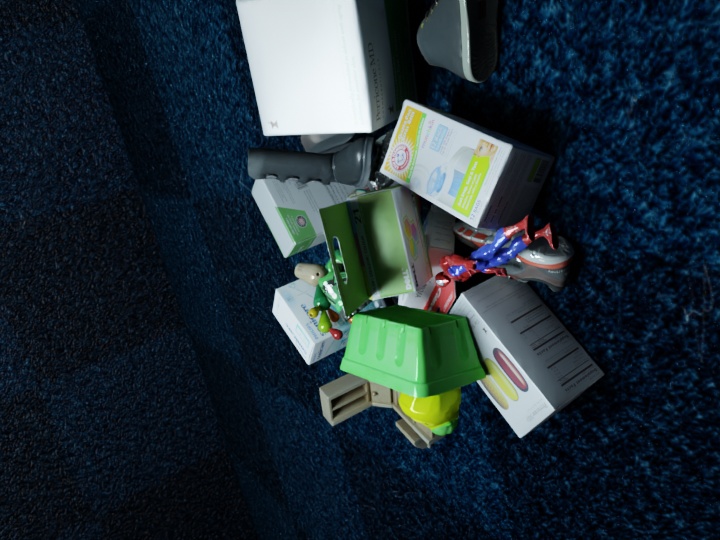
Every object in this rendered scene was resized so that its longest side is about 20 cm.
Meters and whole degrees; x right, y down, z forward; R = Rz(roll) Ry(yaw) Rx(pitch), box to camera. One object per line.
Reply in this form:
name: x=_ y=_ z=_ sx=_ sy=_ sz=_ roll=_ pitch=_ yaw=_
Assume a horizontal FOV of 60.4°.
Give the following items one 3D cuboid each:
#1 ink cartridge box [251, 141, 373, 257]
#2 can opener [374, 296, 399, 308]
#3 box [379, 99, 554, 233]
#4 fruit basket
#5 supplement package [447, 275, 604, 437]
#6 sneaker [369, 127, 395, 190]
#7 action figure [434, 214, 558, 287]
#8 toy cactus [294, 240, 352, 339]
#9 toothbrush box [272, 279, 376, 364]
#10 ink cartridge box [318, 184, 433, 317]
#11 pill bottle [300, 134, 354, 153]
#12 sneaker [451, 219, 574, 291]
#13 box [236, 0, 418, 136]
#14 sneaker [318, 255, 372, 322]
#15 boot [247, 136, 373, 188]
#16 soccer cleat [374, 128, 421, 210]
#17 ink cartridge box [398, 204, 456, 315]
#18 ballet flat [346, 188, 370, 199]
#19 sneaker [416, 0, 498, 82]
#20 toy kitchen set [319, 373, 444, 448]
ink cartridge box: x=-0.075 y=-0.132 z=1.137 sx=0.146 sy=0.200 sz=0.084 roll=63 pitch=154 yaw=8
can opener: x=0.062 y=0.079 z=1.198 sx=0.079 sy=0.063 sz=0.201 roll=0 pitch=110 yaw=59
box: x=0.137 y=-0.143 z=0.837 sx=0.200 sy=0.101 sz=0.113 roll=39 pitch=116 yaw=41
fruit basket: x=0.083 y=0.162 z=0.931 sx=0.215 sy=0.155 sz=0.216 roll=16 pitch=110 yaw=53
supplement package: x=0.228 y=0.117 z=0.899 sx=0.200 sy=0.109 sz=0.114 roll=53 pitch=150 yaw=23
sneaker: x=0.049 y=-0.142 z=1.037 sx=0.074 sy=0.088 sz=0.201 roll=34 pitch=139 yaw=42
action figure: x=0.164 y=-0.014 z=0.815 sx=0.200 sy=0.065 sz=0.052 roll=-27 pitch=60 yaw=54
toy cactus: x=-0.061 y=0.019 z=1.173 sx=0.165 sy=0.102 sz=0.201 roll=15 pitch=89 yaw=34
toothbrush box: x=-0.056 y=0.077 z=1.254 sx=0.147 sy=0.200 sz=0.085 roll=52 pitch=149 yaw=25
ink cartridge box: x=0.028 y=-0.033 z=0.841 sx=0.075 sy=0.200 sz=0.148 roll=-10 pitch=99 yaw=21
pill bottle: x=-0.093 y=-0.318 z=1.118 sx=0.114 sy=0.114 sz=0.201 roll=-29 pitch=85 yaw=61
sneaker: x=0.207 y=-0.020 z=0.876 sx=0.200 sy=0.077 sz=0.082 roll=30 pitch=141 yaw=48
box: x=-0.042 y=-0.317 z=0.913 sx=0.199 sy=0.171 sz=0.200 roll=6 pitch=119 yaw=30
sneaker: x=0.000 y=0.000 z=0.978 sx=0.078 sy=0.200 sz=0.085 roll=-37 pitch=94 yaw=26
boot: x=-0.084 y=-0.179 z=0.997 sx=0.165 sy=0.199 sz=0.066 roll=119 pitch=159 yaw=-78
soccer cleat: x=0.063 y=-0.122 z=0.966 sx=0.068 sy=0.073 sz=0.201 roll=-126 pitch=35 yaw=-60
ink cartridge box: x=0.105 y=0.024 z=1.006 sx=0.200 sy=0.045 sz=0.177 roll=108 pitch=171 yaw=-51
ballet flat: x=0.035 y=-0.050 z=1.090 sx=0.075 sy=0.068 sz=0.201 roll=11 pitch=127 yaw=59
sneaker: x=0.117 y=-0.346 z=0.783 sx=0.106 sy=0.075 sz=0.201 roll=32 pitch=137 yaw=42
toy kitchen set: x=0.048 y=0.318 z=1.273 sx=0.200 sy=0.180 sz=0.164 roll=38 pitch=142 yaw=48
